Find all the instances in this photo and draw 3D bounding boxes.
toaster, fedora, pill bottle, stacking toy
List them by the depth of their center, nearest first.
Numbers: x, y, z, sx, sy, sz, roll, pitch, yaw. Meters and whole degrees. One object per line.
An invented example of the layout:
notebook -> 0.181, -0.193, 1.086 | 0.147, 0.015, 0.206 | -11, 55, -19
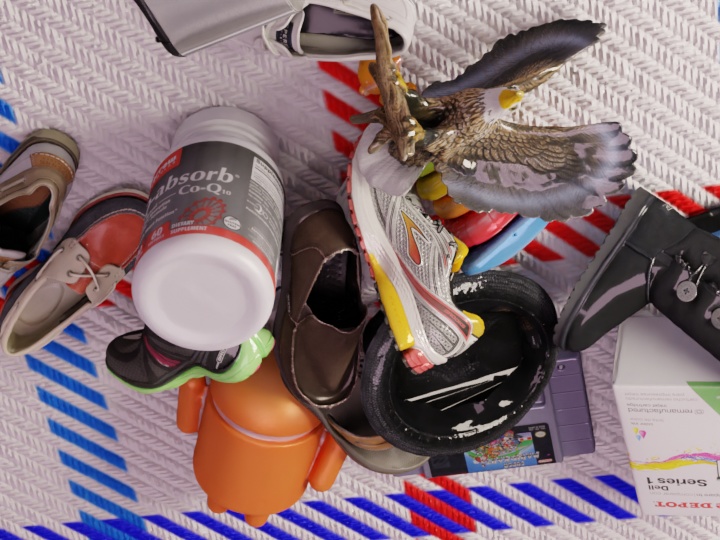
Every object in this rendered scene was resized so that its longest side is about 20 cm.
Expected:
toaster -> -0.123, -0.275, 1.472 | 0.118, 0.201, 0.181 | -16, 126, 21
pill bottle -> -0.121, -0.039, 1.657 | 0.115, 0.201, 0.117 | 1, 129, 2
stacking toy -> 0.068, -0.105, 1.671 | 0.116, 0.110, 0.200 | -42, 106, 13
fedora -> 0.075, 0.068, 1.780 | 0.199, 0.092, 0.202 | -13, 120, -23

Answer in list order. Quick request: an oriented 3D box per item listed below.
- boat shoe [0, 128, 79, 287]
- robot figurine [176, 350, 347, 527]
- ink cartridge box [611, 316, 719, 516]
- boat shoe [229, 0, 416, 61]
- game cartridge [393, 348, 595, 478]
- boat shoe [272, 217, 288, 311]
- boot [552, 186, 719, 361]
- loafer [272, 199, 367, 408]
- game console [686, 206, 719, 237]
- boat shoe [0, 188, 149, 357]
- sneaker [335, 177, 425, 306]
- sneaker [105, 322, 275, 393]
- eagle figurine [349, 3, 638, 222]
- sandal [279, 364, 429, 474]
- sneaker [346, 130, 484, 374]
boat shoe -> -0.314, -0.035, 1.755 | 0.074, 0.069, 0.200 | 26, 125, -17
robot figurine -> -0.089, 0.145, 1.858 | 0.116, 0.144, 0.201 | -17, 139, -34
ink cartridge box -> 0.314, 0.135, 1.817 | 0.144, 0.084, 0.201 | 0, 139, 17
boat shoe -> -0.055, -0.200, 1.612 | 0.198, 0.066, 0.072 | 7, 129, -3
game cartridge -> 0.116, 0.135, 1.893 | 0.198, 0.039, 0.130 | -8, 124, 9
boat shoe -> -0.112, 0.008, 1.782 | 0.072, 0.071, 0.199 | 31, 145, -35
boot -> 0.281, 0.049, 1.714 | 0.199, 0.066, 0.166 | 35, 113, 16
loafer -> -0.032, 0.041, 1.685 | 0.072, 0.071, 0.201 | -16, 127, -17
game console -> 0.375, 0.034, 1.750 | 0.116, 0.176, 0.200 | -39, 122, -4
boat shoe -> -0.252, 0.004, 1.788 | 0.071, 0.063, 0.200 | 40, 119, -23
sneaker -> 0.000, 0.000, 1.743 | 0.074, 0.100, 0.201 | -7, 137, -33
sneaker -> -0.155, 0.054, 1.746 | 0.199, 0.077, 0.084 | -12, 120, 45
eagle figurine -> 0.103, -0.121, 1.577 | 0.199, 0.151, 0.153 | -2, 113, -30
sandal -> 0.007, 0.121, 1.801 | 0.054, 0.082, 0.200 | 13, 153, 49
sneaker -> 0.043, -0.022, 1.639 | 0.082, 0.078, 0.201 | -20, 85, 5
